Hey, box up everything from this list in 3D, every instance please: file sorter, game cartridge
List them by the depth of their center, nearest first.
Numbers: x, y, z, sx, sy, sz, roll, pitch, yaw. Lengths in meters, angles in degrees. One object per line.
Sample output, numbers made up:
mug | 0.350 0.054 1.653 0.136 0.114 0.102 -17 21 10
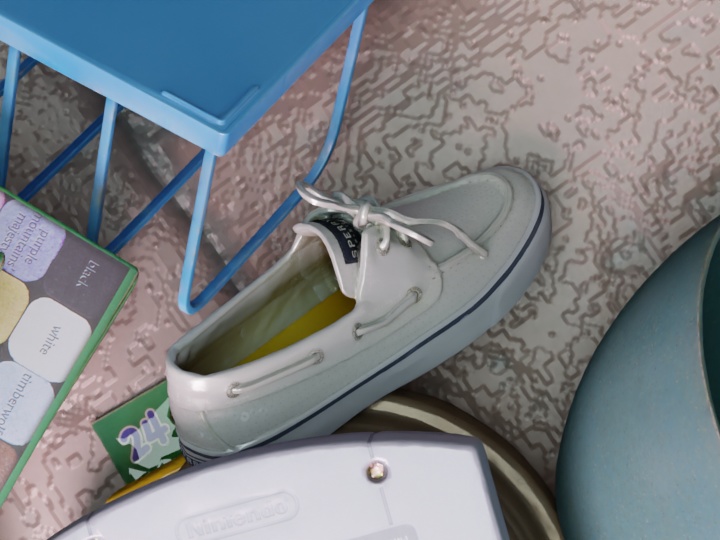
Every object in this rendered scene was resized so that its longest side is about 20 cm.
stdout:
game cartridge | -0.034 0.137 1.133 0.199 0.040 0.134 -15 96 7
file sorter | -0.111 -0.095 1.191 0.199 0.139 0.123 28 137 14

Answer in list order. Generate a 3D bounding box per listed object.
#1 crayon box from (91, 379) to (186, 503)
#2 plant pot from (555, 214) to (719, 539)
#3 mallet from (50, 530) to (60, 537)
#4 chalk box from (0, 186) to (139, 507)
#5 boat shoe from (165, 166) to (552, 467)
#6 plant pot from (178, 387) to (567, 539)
crayon box | -0.024 0.128 1.267 0.125 0.052 0.201 -30 90 8
plant pot | 0.160 0.085 1.187 0.134 0.200 0.201 -30 91 41
mallet | -0.124 0.209 1.250 0.041 0.066 0.201 2 74 9
chalk box | -0.175 0.026 1.152 0.124 0.200 0.125 31 78 -5
boat shoe | -0.004 -0.001 1.198 0.201 0.074 0.086 -34 132 -21
plant pot | -0.004 0.152 1.195 0.199 0.093 0.202 0 95 6
